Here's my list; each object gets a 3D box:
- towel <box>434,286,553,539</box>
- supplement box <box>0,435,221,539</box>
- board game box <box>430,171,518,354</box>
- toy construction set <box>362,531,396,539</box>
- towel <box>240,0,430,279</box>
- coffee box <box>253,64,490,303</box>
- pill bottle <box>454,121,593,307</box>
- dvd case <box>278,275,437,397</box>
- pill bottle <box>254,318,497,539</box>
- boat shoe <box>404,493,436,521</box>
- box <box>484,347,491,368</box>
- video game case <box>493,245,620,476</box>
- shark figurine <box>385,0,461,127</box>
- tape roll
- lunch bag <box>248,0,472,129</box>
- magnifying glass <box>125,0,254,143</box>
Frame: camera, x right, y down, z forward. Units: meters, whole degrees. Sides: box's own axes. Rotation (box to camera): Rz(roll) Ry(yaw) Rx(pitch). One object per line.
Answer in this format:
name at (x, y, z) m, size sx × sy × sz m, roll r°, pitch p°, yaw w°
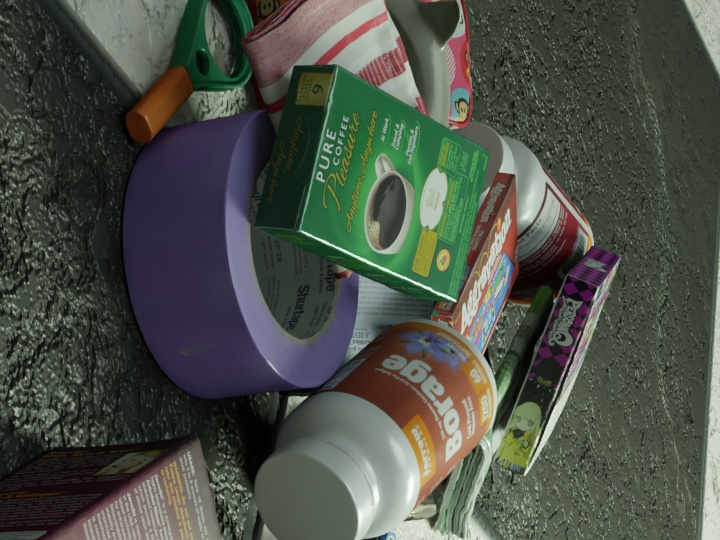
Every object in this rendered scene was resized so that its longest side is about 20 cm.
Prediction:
towel at (0.125, 0.126, 1.778) m, size 0.149 × 0.031 × 0.200 m, roll 104°, pitch 12°, yaw -47°
supplement box at (-0.175, 0.169, 1.155) m, size 0.200 × 0.110 × 0.086 m, roll -32°, pitch 112°, yaw -62°
board game box at (0.095, 0.017, 1.629) m, size 0.200 × 0.019 × 0.103 m, roll -62°, pitch 153°, yaw -49°
toy construction set at (0.004, 0.266, 1.536) m, size 0.200 × 0.092 × 0.131 m, roll -28°, pitch 109°, yaw -74°
towel at (-0.006, -0.114, 1.453) m, size 0.144 × 0.023 × 0.200 m, roll -45°, pitch 126°, yaw -37°
coffee box at (0.012, -0.059, 1.431) m, size 0.200 × 0.044 × 0.123 m, roll 22°, pitch 78°, yaw -51°
pill bottle at (0.132, -0.054, 1.855) m, size 0.200 × 0.113 × 0.113 m, roll 44°, pitch 45°, yaw -52°
dvd case at (0.000, 0.000, 1.575) m, size 0.142 × 0.018 × 0.201 m, roll 3°, pitch 83°, yaw -32°
pill bottle at (0.010, 0.123, 1.452) m, size 0.200 × 0.112 × 0.112 m, roll -40°, pitch 119°, yaw -52°
boat shoe at (0.003, 0.160, 1.573) m, size 0.200 × 0.074 × 0.074 m, roll 20°, pitch 66°, yaw -63°
box at (0.084, 0.002, 1.739) m, size 0.200 × 0.035 × 0.110 m, roll 78°, pitch 5°, yaw -49°
video game case at (0.179, 0.077, 1.800) m, size 0.200 × 0.036 × 0.182 m, roll -33°, pitch 145°, yaw -75°
shark figurine at (0.027, -0.199, 1.527) m, size 0.215 × 0.089 × 0.128 m, roll 50°, pitch 51°, yaw -23°
tape roll at (-0.081, -0.011, 1.433) m, size 0.200 × 0.085 × 0.201 m, roll 26°, pitch 60°, yaw -59°
lunch bag at (0.001, -0.196, 1.611) m, size 0.200 × 0.082 × 0.177 m, roll 2°, pitch 80°, yaw -45°
magnifying glass at (-0.122, -0.148, 1.461) m, size 0.200 × 0.022 × 0.080 m, roll -56°, pitch 133°, yaw -53°
